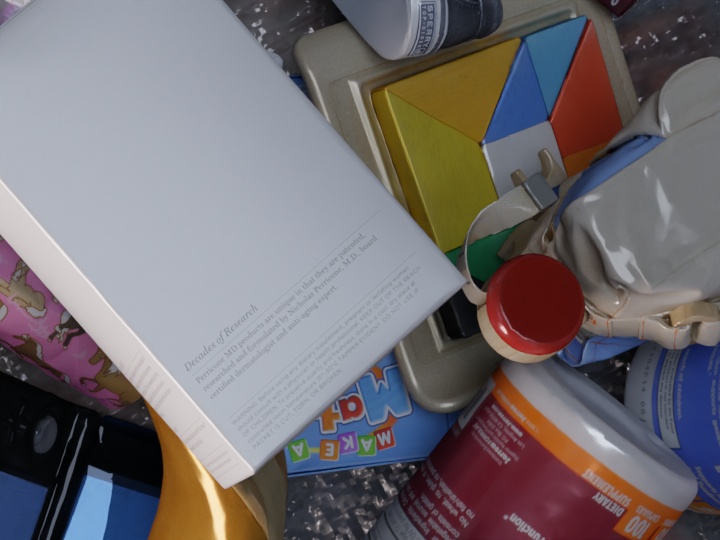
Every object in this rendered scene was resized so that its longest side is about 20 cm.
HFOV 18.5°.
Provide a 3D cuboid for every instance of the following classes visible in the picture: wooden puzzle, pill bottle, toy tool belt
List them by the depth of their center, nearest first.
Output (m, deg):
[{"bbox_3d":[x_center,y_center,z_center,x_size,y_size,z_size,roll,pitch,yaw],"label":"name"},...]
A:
[{"bbox_3d":[0.123,-0.008,1.063,0.200,0.123,0.125,-35,86,-23],"label":"toy tool belt"},{"bbox_3d":[0.227,0.063,1.069,0.112,0.200,0.113,3,84,-29],"label":"pill bottle"},{"bbox_3d":[0.060,0.146,1.072,0.114,0.114,0.200,37,98,-3],"label":"pill bottle"},{"bbox_3d":[0.076,-0.050,1.121,0.184,0.037,0.201,-22,92,-27],"label":"wooden puzzle"}]

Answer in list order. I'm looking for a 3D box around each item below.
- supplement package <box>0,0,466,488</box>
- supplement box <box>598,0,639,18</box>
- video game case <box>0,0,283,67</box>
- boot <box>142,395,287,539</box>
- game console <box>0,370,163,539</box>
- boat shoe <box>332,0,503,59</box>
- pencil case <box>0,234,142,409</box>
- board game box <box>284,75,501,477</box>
[{"bbox_3d":[-0.073,-0.025,0.922,0.120,0.121,0.200,-41,90,-12],"label":"supplement package"},{"bbox_3d":[0.093,-0.237,1.145,0.200,0.061,0.109,39,54,-3],"label":"supplement box"},{"bbox_3d":[-0.156,-0.072,1.058,0.199,0.182,0.023,21,47,-6],"label":"video game case"},{"bbox_3d":[-0.087,0.139,1.025,0.144,0.071,0.202,-36,92,18],"label":"boot"},{"bbox_3d":[-0.140,0.166,1.062,0.118,0.171,0.201,14,81,20],"label":"game console"},{"bbox_3d":[0.005,-0.183,1.114,0.068,0.072,0.200,-12,47,-29],"label":"boat shoe"},{"bbox_3d":[-0.168,-0.013,1.042,0.200,0.083,0.087,36,67,-19],"label":"pencil case"},{"bbox_3d":[0.000,0.000,1.125,0.150,0.037,0.201,-5,84,-19],"label":"board game box"}]
